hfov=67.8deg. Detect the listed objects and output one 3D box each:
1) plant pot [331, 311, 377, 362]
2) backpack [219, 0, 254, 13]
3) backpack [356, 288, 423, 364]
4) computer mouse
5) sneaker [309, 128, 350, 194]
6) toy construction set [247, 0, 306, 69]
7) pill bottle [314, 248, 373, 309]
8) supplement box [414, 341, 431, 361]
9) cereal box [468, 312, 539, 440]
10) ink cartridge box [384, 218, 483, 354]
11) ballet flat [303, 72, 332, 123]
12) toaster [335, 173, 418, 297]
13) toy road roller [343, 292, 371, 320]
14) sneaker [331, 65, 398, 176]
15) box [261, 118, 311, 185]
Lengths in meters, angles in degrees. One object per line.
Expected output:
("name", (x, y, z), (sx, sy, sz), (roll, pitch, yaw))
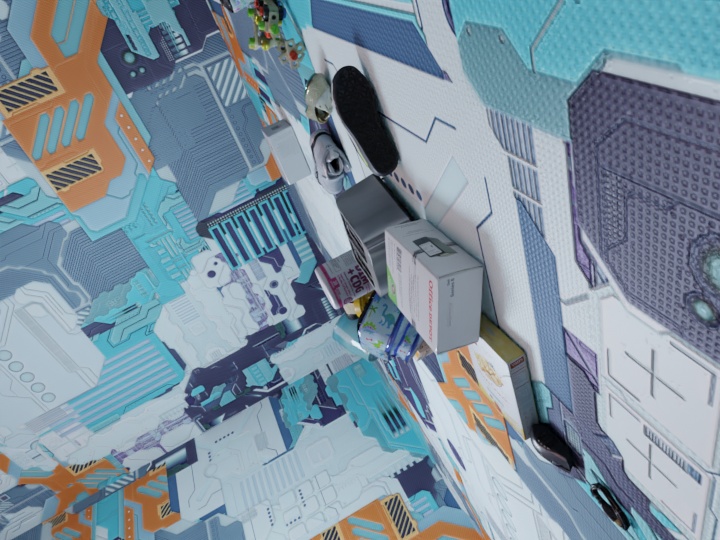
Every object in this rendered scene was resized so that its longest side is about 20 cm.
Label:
("plant pot", (0.015, 0.273, 2.229), (0.188, 0.200, 0.200), (41, 163, 28))
("backpack", (-0.296, -0.688, 1.190), (0.201, 0.126, 0.167), (63, -176, -12))
("backpack", (0.082, 0.107, 1.197), (0.146, 0.184, 0.200), (23, 166, 13))
("computer mouse", (0.327, 0.315, 0.824), (0.200, 0.034, 0.059), (48, 162, 52))
("sneaker", (-0.073, -0.255, 1.378), (0.201, 0.075, 0.115), (76, 167, -48))
("toy construction set", (-0.199, -0.533, 1.200), (0.200, 0.092, 0.132), (47, 140, 38))
("pill bottle", (0.000, 0.000, 1.301), (0.114, 0.199, 0.113), (60, 172, 14))
("supplement box", (0.125, 0.120, 1.362), (0.201, 0.073, 0.126), (60, 173, 18))
("cereal box", (0.239, 0.176, 0.920), (0.144, 0.039, 0.201), (50, 166, 56))
("ink cartridge box", (0.118, 0.021, 0.903), (0.200, 0.083, 0.146), (-129, 30, -56))
("ballet flat", (-0.086, -0.374, 1.175), (0.062, 0.068, 0.200), (35, 178, -4))
("toaster", (0.047, -0.063, 1.086), (0.200, 0.118, 0.181), (56, 171, 38))
("toy road roller", (0.016, 0.074, 1.874), (0.201, 0.145, 0.123), (-73, -28, -42))
("sneaker", (-0.001, -0.251, 0.930), (0.201, 0.071, 0.083), (66, 173, -24))
("box", (-0.277, -0.444, 2.005), (0.124, 0.097, 0.201), (51, 166, 54))
